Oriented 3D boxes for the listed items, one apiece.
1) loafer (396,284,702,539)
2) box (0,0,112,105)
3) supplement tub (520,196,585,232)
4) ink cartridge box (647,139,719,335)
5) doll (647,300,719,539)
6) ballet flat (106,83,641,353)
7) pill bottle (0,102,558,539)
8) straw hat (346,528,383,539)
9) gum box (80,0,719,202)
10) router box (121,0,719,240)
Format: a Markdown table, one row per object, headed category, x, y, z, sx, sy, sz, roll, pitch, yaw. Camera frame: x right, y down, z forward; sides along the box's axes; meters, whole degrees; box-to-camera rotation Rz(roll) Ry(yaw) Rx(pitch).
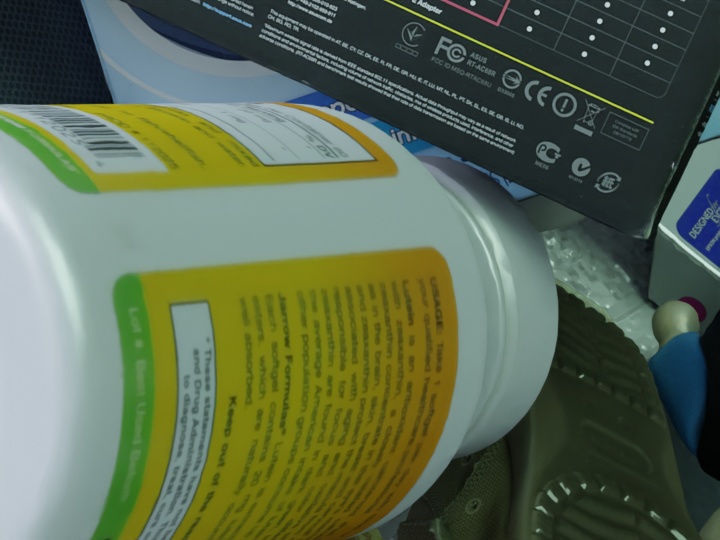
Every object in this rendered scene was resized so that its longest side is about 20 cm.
| category | x | y | z | sx | sy | sz | roll | pitch | yaw |
| --- | --- | --- | --- | --- | --- | --- | --- | --- | --- |
| loafer | 0.052 | 0.081 | 0.695 | 0.076 | 0.067 | 0.200 | 30 | 28 | -16 |
| box | -0.145 | -0.083 | 0.681 | 0.158 | 0.051 | 0.200 | 1 | 71 | -54 |
| supplement tub | 0.062 | -0.122 | 0.855 | 0.145 | 0.145 | 0.200 | 35 | 47 | -1 |
| ink cartridge box | 0.168 | 0.009 | 0.890 | 0.200 | 0.037 | 0.095 | 41 | 49 | 0 |
| doll | 0.156 | 0.018 | 0.804 | 0.048 | 0.136 | 0.200 | 48 | 62 | -44 |
| ballet flat | 0.000 | 0.000 | 0.800 | 0.200 | 0.067 | 0.062 | 32 | 18 | -8 |
| pill bottle | -0.040 | 0.016 | 0.609 | 0.200 | 0.111 | 0.111 | -6 | 58 | -53 |
| straw hat | -0.090 | 0.095 | 0.644 | 0.201 | 0.085 | 0.201 | 19 | 19 | -7 |
| gum box | 0.001 | -0.110 | 0.723 | 0.170 | 0.045 | 0.200 | -18 | 92 | 7 |
| router box | 0.017 | -0.116 | 0.667 | 0.200 | 0.150 | 0.062 | 25 | 6 | 4 |
